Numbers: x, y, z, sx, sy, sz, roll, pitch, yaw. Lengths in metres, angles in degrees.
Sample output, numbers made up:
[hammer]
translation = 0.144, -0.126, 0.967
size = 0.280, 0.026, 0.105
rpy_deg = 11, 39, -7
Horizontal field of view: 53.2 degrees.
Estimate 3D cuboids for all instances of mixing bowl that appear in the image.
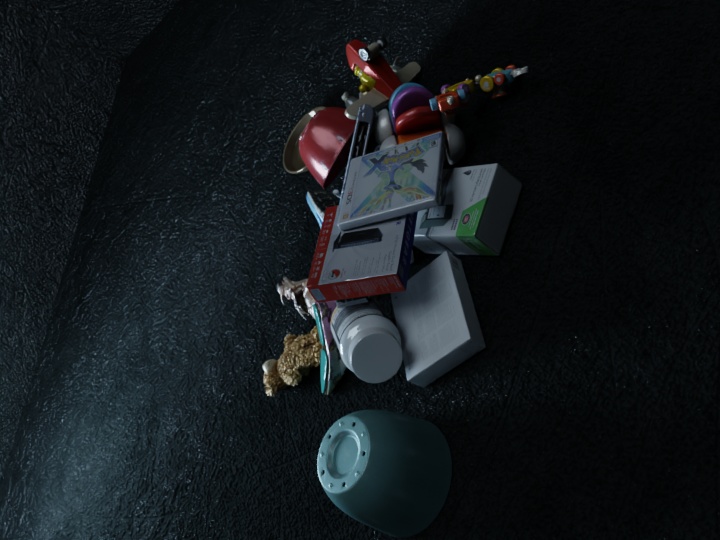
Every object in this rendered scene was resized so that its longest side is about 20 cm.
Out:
[mixing bowl]
translation = -0.075, -0.306, 1.686
size = 0.201, 0.108, 0.200
rpy_deg = -57, -1, -1

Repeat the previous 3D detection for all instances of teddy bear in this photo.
[teddy bear]
translation = -0.146, 0.192, 1.565
size = 0.199, 0.066, 0.147
rpy_deg = -24, 48, 39

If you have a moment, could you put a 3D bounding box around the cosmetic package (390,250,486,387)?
[cosmetic package]
translation = 0.136, 0.087, 1.307
size = 0.150, 0.051, 0.202
rpy_deg = -36, 43, 29

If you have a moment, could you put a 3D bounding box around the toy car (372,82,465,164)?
[toy car]
translation = 0.113, -0.298, 1.459
size = 0.173, 0.151, 0.202
rpy_deg = -13, 52, 2

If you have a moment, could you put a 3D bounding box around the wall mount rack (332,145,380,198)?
[wall mount rack]
translation = 0.022, -0.215, 1.622
size = 0.173, 0.074, 0.202
rpy_deg = 11, 77, 50

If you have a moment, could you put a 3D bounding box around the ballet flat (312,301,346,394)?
[ballet flat]
translation = -0.053, 0.153, 1.458
size = 0.069, 0.070, 0.203
rpy_deg = -149, 52, -72

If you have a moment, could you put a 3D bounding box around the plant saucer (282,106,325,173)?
[plant saucer]
translation = -0.137, -0.348, 1.939
size = 0.199, 0.029, 0.202
rpy_deg = -28, 48, 37

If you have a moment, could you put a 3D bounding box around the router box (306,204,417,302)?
[router box]
translation = 0.006, -0.044, 1.316
size = 0.177, 0.049, 0.202
rpy_deg = -9, 47, 23

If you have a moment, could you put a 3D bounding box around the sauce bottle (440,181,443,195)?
[sauce bottle]
translation = 0.077, -0.165, 1.391
size = 0.199, 0.066, 0.067
rpy_deg = 10, 75, 53

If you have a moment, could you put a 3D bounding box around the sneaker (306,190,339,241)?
[sneaker]
translation = -0.078, -0.097, 1.630
size = 0.090, 0.078, 0.201
rpy_deg = -49, 59, 38

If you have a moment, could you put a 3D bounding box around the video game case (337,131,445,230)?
[video game case]
translation = 0.059, -0.167, 1.337
size = 0.198, 0.022, 0.184
rpy_deg = -13, 46, 25

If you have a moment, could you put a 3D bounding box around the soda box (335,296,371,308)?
[soda box]
translation = 0.000, 0.000, 1.422
size = 0.070, 0.064, 0.200
rpy_deg = -13, 18, 20

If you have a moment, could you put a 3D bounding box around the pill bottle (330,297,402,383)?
[pill bottle]
translation = 0.012, 0.126, 1.333
size = 0.117, 0.116, 0.200
rpy_deg = -56, 17, 7

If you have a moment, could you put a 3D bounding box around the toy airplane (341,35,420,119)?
[toy airplane]
translation = 0.051, -0.415, 1.647
size = 0.141, 0.198, 0.202
rpy_deg = -31, 55, 57

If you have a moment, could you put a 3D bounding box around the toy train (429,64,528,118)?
[toy train]
translation = 0.228, -0.343, 1.403
size = 0.198, 0.056, 0.150
rpy_deg = -18, 21, 1

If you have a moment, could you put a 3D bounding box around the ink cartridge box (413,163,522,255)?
[ink cartridge box]
translation = 0.185, -0.111, 1.348
size = 0.199, 0.084, 0.148
rpy_deg = 2, 68, 52

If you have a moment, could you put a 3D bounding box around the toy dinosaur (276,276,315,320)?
[toy dinosaur]
translation = -0.095, 0.070, 1.573
size = 0.136, 0.085, 0.200
rpy_deg = -51, 42, 14

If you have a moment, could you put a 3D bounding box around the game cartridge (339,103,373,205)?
[game cartridge]
translation = -0.009, -0.236, 1.523
size = 0.133, 0.041, 0.203
rpy_deg = 85, -164, -84

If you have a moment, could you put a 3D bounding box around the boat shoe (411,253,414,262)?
[boat shoe]
translation = 0.080, -0.090, 1.488
size = 0.066, 0.073, 0.202
rpy_deg = -18, 62, 24

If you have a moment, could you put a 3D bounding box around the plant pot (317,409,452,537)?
[plant pot]
translation = 0.025, 0.325, 1.194
size = 0.200, 0.160, 0.203
rpy_deg = -29, 47, 37
